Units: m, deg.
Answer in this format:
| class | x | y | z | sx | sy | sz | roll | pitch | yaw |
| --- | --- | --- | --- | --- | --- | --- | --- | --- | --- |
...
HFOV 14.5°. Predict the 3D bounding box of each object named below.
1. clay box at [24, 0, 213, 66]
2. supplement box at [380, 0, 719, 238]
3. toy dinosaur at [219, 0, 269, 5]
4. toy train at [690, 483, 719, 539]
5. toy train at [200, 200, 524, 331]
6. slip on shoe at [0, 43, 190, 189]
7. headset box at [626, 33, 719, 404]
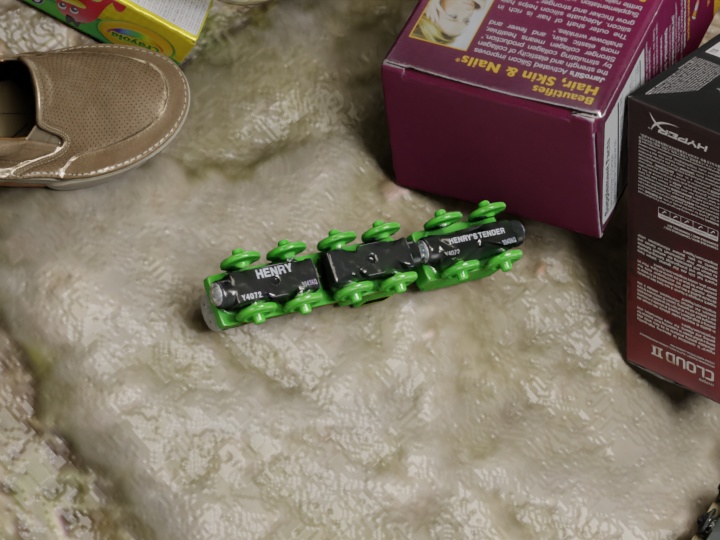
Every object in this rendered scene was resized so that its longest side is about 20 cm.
| class | x | y | z | sx | sy | sz | roll | pitch | yaw |
| --- | --- | --- | --- | --- | --- | --- | --- | --- | --- |
| clay box | -0.166 | -0.203 | 1.546 | 0.200 | 0.048 | 0.115 | 27 | 57 | -12 |
| supplement box | 0.112 | -0.134 | 1.591 | 0.131 | 0.103 | 0.200 | 17 | 53 | 20 |
| toy dinosaur | -0.013 | -0.175 | 1.561 | 0.200 | 0.088 | 0.048 | -26 | 97 | -55 |
| toy train | 0.199 | 0.146 | 1.563 | 0.034 | 0.046 | 0.200 | 32 | 52 | 4 |
| toy train | 0.000 | 0.000 | 1.525 | 0.200 | 0.056 | 0.042 | -12 | 77 | -32 |
| slip on shoe | -0.172 | -0.085 | 1.476 | 0.200 | 0.061 | 0.076 | -8 | 70 | -30 |
| headset box | 0.221 | -0.033 | 1.586 | 0.075 | 0.200 | 0.149 | 26 | 44 | 35 |
